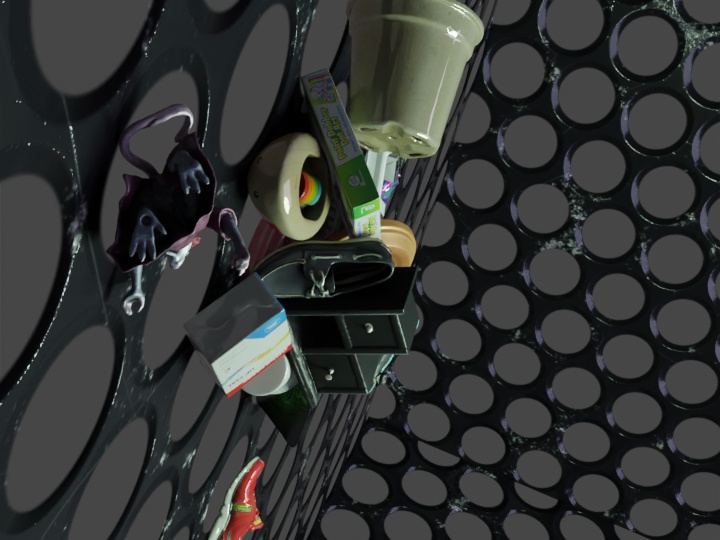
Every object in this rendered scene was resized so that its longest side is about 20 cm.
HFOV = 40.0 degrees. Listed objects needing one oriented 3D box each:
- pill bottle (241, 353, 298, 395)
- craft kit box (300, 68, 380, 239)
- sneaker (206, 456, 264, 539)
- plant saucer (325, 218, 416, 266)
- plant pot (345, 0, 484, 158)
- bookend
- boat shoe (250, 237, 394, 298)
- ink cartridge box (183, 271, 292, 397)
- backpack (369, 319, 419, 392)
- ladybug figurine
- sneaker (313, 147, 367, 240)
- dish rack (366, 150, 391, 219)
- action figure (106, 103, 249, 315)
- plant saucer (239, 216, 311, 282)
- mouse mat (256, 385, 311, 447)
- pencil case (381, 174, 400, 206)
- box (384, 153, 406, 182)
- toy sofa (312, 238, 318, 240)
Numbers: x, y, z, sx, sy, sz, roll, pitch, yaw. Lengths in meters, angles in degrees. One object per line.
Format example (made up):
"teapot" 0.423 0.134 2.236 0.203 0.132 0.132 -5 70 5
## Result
"pill bottle" -0.131 0.129 1.529 0.200 0.113 0.116 -27 138 -78
"craft kit box" -0.025 -0.144 1.372 0.198 0.048 0.202 77 -8 -74
"sneaker" -0.218 0.454 1.869 0.077 0.084 0.202 68 44 -79
"plant saucer" 0.000 0.000 1.536 0.198 0.038 0.201 -20 149 -13
"plant pot" 0.061 -0.263 1.378 0.201 0.198 0.186 66 34 -79
"bookend" -0.001 0.101 1.426 0.093 0.196 0.201 -68 150 -46
"boat shoe" -0.049 0.002 1.325 0.063 0.198 0.073 -124 -154 -58
"ink cartridge box" -0.155 0.094 1.303 0.116 0.067 0.200 -37 163 -13
"backpack" -0.008 0.097 1.729 0.177 0.152 0.200 -58 -167 7
"ladybug figurine" -0.091 -0.109 1.279 0.200 0.071 0.138 19 77 -74
"sneaker" -0.034 -0.138 1.565 0.202 0.074 0.082 -71 157 -9
"dish rack" 0.025 -0.147 1.557 0.172 0.043 0.202 -74 173 -77
"action figure" -0.186 -0.048 0.919 0.200 0.133 0.150 150 -80 -84
"plant saucer" -0.122 -0.023 1.431 0.200 0.050 0.203 21 90 -82
"mouse mat" -0.121 0.190 1.693 0.200 0.007 0.163 37 -72 60
"pencil case" 0.005 -0.105 1.918 0.092 0.085 0.202 2 -115 53
"box" 0.045 -0.257 1.716 0.060 0.116 0.201 96 18 -53
"toy sofa" -0.043 -0.082 1.689 0.200 0.082 0.099 -33 145 -76
